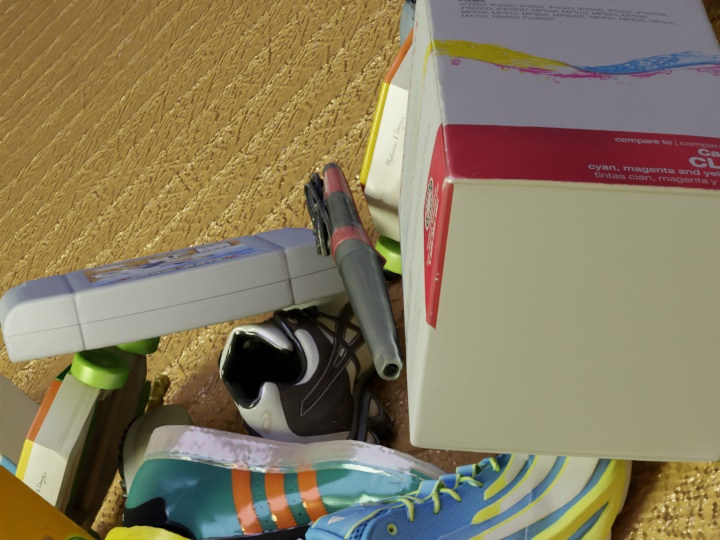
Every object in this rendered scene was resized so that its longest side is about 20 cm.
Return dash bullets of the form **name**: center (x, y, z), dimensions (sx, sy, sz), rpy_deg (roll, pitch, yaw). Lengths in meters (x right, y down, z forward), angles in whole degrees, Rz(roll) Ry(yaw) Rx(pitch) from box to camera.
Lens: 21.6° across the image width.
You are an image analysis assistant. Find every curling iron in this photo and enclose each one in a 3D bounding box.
- **curling iron**: center (0.000, 0.000, 0.960), dimensions (0.025, 0.050, 0.200), rpy_deg (-13, 28, -7)

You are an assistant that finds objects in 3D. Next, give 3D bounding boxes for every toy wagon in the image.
- **toy wagon**: center (0.061, -0.090, 1.069), dimensions (0.200, 0.039, 0.156), rpy_deg (-34, -37, -60)
- **toy wagon**: center (-0.163, 0.106, 1.148), dimensions (0.200, 0.039, 0.156), rpy_deg (-57, -14, -73)

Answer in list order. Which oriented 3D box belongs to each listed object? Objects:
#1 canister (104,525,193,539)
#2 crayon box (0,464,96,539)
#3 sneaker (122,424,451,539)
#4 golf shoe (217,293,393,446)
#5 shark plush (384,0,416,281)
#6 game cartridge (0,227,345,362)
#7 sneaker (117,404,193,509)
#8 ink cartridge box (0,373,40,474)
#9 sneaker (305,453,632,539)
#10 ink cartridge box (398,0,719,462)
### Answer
- **canister**: center (-0.096, 0.237, 0.833), dimensions (0.086, 0.149, 0.200), rpy_deg (-10, 45, 49)
- **crayon box**: center (-0.143, 0.196, 0.896), dimensions (0.058, 0.200, 0.119), rpy_deg (-15, 40, 49)
- **sneaker**: center (-0.033, 0.131, 0.948), dimensions (0.199, 0.071, 0.080), rpy_deg (2, 59, 31)
- **golf shoe**: center (-0.034, 0.045, 1.074), dimensions (0.078, 0.094, 0.200), rpy_deg (-40, 25, 14)
- **shark plush**: center (0.050, -0.079, 1.204), dimensions (0.083, 0.091, 0.201), rpy_deg (139, 140, -56)
- **game cartridge**: center (-0.106, 0.011, 1.080), dimensions (0.199, 0.042, 0.133), rpy_deg (-12, 3, -11)
- **sneaker**: center (-0.086, 0.138, 1.069), dimensions (0.093, 0.071, 0.200), rpy_deg (-16, 27, 7)
- **ink cartridge box**: center (-0.300, 0.151, 1.287), dimensions (0.200, 0.116, 0.067), rpy_deg (-33, 30, 26)
- **sneaker**: center (0.042, 0.120, 0.843), dimensions (0.076, 0.105, 0.200), rpy_deg (2, 53, 56)
- **ink cartridge box**: center (0.095, -0.031, 0.878), dimensions (0.144, 0.146, 0.200), rpy_deg (2, 34, -4)
